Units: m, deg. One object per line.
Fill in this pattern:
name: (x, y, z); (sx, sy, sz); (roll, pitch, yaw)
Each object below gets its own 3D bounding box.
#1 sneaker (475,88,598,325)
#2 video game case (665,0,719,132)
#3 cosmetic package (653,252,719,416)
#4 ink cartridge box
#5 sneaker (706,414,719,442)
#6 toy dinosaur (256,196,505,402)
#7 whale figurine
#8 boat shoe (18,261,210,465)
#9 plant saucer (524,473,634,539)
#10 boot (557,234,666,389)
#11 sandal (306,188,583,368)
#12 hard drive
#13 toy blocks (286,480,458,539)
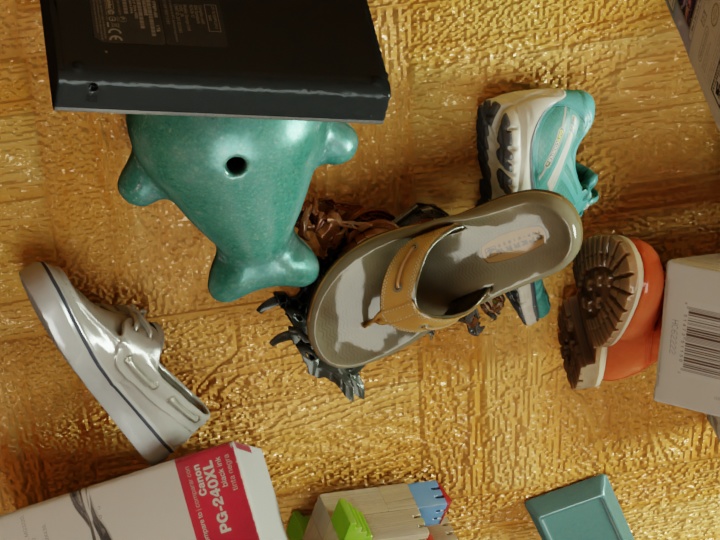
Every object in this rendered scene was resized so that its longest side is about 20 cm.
sneaker: (0.126, -0.041, 1.696); (0.079, 0.078, 0.201); (-14, 136, -13)
video game case: (0.231, -0.213, 1.471); (0.045, 0.182, 0.201); (-2, 135, -13)
cosmetic package: (0.290, 0.039, 1.725); (0.200, 0.071, 0.102); (-5, 104, -49)
ink cartridge box: (-0.165, 0.193, 1.802); (0.199, 0.084, 0.145); (-17, 173, 4)
sneaker: (0.292, 0.075, 1.838); (0.074, 0.089, 0.200); (-13, 134, 2)
toy dinosaur: (0.000, 0.000, 1.711); (0.200, 0.102, 0.136); (33, 108, -4)
whale figurine: (-0.077, -0.059, 1.586); (0.158, 0.104, 0.201); (-11, 121, -2)
boat shoe: (-0.167, 0.056, 1.724); (0.066, 0.072, 0.200); (-35, 127, -3)
plant saucer: (0.195, 0.240, 2.026); (0.070, 0.019, 0.200); (-20, 136, 7)
boot: (0.204, 0.022, 1.748); (0.107, 0.075, 0.200); (-8, 161, -5)
sandal: (0.053, 0.007, 1.635); (0.199, 0.054, 0.081); (-23, 110, 12)
hard drive: (-0.090, -0.146, 1.490); (0.199, 0.140, 0.033); (1, 133, -14)
toy blocks: (0.020, 0.234, 1.938); (0.136, 0.100, 0.200); (-5, 137, -25)
